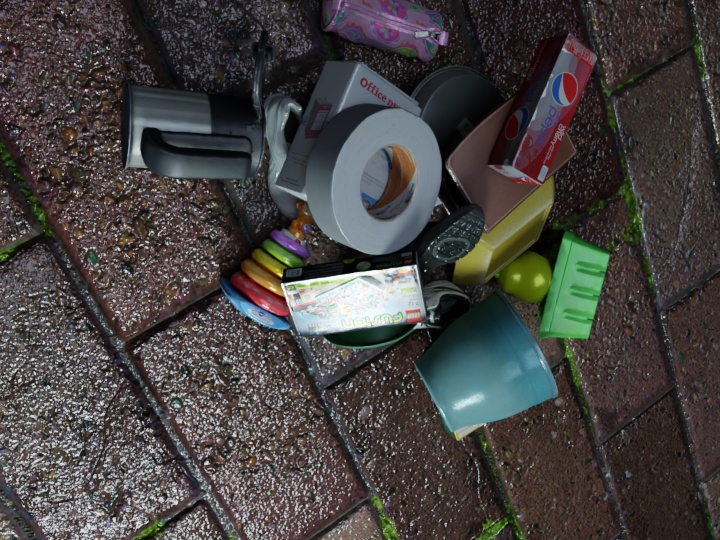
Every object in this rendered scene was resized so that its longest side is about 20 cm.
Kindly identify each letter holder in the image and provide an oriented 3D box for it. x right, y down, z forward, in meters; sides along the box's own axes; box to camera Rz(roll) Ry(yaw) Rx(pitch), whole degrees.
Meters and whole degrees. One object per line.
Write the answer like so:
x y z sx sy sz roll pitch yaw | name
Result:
0.207 -0.180 1.083 0.199 0.100 0.143 -41 114 -11 | letter holder

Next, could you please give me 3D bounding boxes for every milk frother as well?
-0.218 -0.227 0.951 0.185 0.180 0.204 0 106 -25 | milk frother

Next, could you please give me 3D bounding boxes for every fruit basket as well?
0.349 0.020 1.324 0.212 0.155 0.220 1 94 18 | fruit basket

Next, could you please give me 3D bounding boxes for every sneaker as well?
0.100 0.068 1.226 0.197 0.088 0.077 -19 112 -18 | sneaker
0.097 -0.041 1.055 0.199 0.092 0.076 -39 136 22 | sneaker
-0.106 -0.165 1.078 0.069 0.080 0.204 -18 111 -22 | sneaker

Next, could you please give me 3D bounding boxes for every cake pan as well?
0.159 -0.222 1.127 0.197 0.037 0.204 -6 105 -24 | cake pan

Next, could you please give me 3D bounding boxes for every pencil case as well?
0.037 -0.385 1.089 0.197 0.087 0.089 10 98 -26 | pencil case

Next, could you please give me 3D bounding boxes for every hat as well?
0.000 0.000 1.120 0.163 0.200 0.179 -14 112 -10 | hat

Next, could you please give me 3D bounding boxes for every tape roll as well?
0.022 -0.127 0.986 0.198 0.066 0.204 -15 114 -35 | tape roll

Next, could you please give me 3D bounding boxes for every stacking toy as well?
-0.119 -0.021 1.083 0.115 0.110 0.202 31 91 -28 | stacking toy

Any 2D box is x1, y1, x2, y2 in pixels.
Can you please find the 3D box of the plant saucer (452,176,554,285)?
0.252 -0.059 1.207 0.199 0.201 0.049 -37 70 -13 | plant saucer

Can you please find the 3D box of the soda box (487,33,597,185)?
0.258 -0.227 1.004 0.063 0.070 0.203 24 91 -23 | soda box

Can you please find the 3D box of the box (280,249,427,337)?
-0.007 0.036 1.031 0.196 0.035 0.111 -8 128 10 | box

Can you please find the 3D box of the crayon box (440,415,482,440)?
0.194 0.198 1.321 0.124 0.051 0.203 -26 113 -17 | crayon box

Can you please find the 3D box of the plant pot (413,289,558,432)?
0.198 0.166 1.188 0.186 0.200 0.202 -29 114 0 | plant pot

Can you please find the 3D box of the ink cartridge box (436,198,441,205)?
0.128 -0.193 1.183 0.197 0.076 0.150 -21 111 -17 | ink cartridge box

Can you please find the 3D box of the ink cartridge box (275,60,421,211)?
-0.015 -0.184 1.036 0.143 0.084 0.203 24 90 -41 | ink cartridge box

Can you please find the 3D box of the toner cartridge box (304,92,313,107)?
-0.021 -0.187 1.120 0.094 0.043 0.203 -15 103 -16 | toner cartridge box
